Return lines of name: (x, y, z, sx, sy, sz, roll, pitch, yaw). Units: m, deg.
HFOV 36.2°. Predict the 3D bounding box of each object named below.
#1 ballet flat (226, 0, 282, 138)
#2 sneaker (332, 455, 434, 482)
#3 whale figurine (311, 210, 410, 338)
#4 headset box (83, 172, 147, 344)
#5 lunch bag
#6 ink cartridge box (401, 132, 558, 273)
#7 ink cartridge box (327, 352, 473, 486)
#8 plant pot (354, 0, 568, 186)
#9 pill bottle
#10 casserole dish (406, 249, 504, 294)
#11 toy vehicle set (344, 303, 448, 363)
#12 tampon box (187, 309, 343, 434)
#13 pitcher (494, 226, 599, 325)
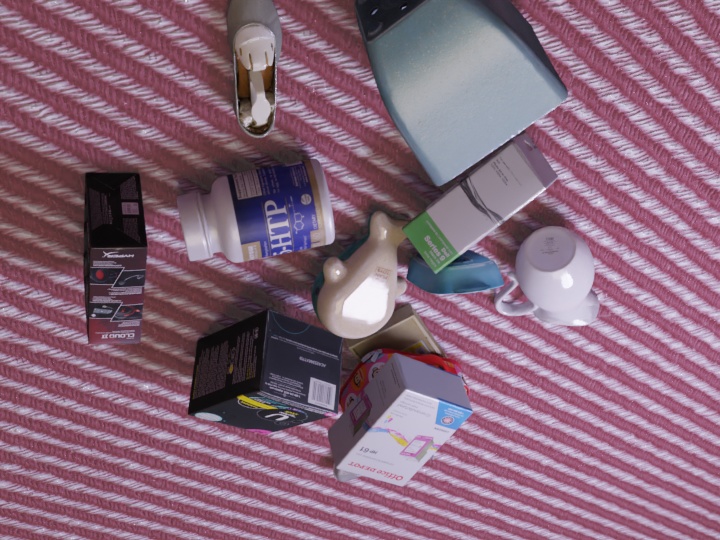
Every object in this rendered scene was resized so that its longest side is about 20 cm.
ballet flat: (-0.126, -0.251, 1.360, 0.067, 0.064, 0.201, -8, 136, -11)
sneaker: (0.042, 0.344, 2.019, 0.199, 0.082, 0.075, -25, 137, 8)
whale figurine: (0.000, 0.000, 1.657, 0.158, 0.104, 0.201, 14, 105, -37)
headset box: (-0.331, -0.008, 1.478, 0.074, 0.149, 0.201, -1, 135, -16)
lunch bag: (0.077, 0.202, 1.845, 0.199, 0.082, 0.177, 11, 130, -27)
ink cartridge box: (0.171, -0.097, 1.554, 0.200, 0.146, 0.084, -38, 89, 21)
ink cartridge box: (0.061, 0.244, 1.770, 0.144, 0.085, 0.200, 21, 123, -30)
plant pot: (0.100, -0.269, 1.336, 0.195, 0.197, 0.200, -33, 127, 16)
pill bottle: (-0.142, -0.076, 1.495, 0.198, 0.120, 0.120, -12, 137, -7)
casserole dish: (0.138, -0.002, 1.648, 0.120, 0.200, 0.039, -8, 102, -12)
toy vehicle set: (0.070, 0.146, 1.865, 0.124, 0.027, 0.200, -26, 137, 9)
tampon box: (-0.145, 0.161, 1.681, 0.149, 0.127, 0.199, 21, 151, -34)
pitcher: (0.288, 0.018, 1.756, 0.170, 0.122, 0.200, -9, 150, 12)
